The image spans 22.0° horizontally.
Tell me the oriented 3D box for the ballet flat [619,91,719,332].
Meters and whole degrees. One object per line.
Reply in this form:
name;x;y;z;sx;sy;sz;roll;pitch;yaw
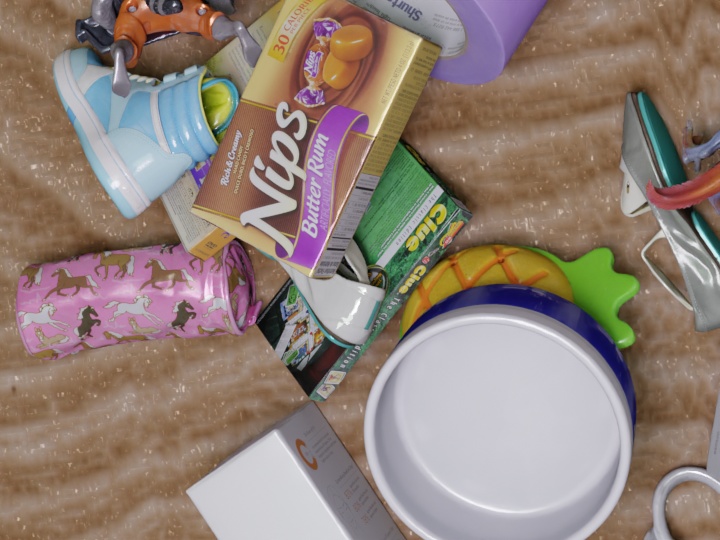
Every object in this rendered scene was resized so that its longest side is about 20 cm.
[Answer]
ballet flat;0.241;-0.042;1.462;0.063;0.067;0.201;-28;90;22

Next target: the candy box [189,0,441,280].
candy box;-0.035;-0.107;1.415;0.116;0.056;0.201;28;97;17

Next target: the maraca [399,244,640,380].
maraca;0.123;0.039;1.465;0.199;0.107;0.138;-5;61;24

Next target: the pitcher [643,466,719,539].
pitcher;0.305;0.262;1.470;0.199;0.121;0.172;20;86;20

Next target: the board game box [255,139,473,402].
board game box;0.000;0.000;1.510;0.200;0.023;0.105;-51;45;14

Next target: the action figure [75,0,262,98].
action figure;-0.139;-0.230;1.472;0.199;0.194;0.105;-24;135;-4

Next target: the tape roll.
tape roll;0.044;-0.236;1.402;0.199;0.200;0.085;33;74;6

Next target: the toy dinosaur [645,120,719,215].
toy dinosaur;0.342;-0.084;1.396;0.181;0.200;0.105;-11;114;38

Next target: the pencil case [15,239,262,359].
pencil case;-0.186;0.024;1.551;0.199;0.087;0.083;-8;76;14

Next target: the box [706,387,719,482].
box;0.371;0.089;1.368;0.130;0.199;0.201;6;99;-17

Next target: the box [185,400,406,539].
box;-0.035;0.225;1.522;0.097;0.124;0.201;-34;89;14

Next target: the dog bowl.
dog bowl;0.107;0.114;1.392;0.199;0.079;0.201;4;109;12

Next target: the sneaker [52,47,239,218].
sneaker;-0.169;-0.137;1.503;0.130;0.080;0.200;-31;48;1

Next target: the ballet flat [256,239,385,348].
ballet flat;-0.042;-0.022;1.493;0.070;0.069;0.200;-50;55;13

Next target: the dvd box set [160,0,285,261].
dvd box set;-0.086;-0.122;1.503;0.200;0.029;0.147;-38;57;13
